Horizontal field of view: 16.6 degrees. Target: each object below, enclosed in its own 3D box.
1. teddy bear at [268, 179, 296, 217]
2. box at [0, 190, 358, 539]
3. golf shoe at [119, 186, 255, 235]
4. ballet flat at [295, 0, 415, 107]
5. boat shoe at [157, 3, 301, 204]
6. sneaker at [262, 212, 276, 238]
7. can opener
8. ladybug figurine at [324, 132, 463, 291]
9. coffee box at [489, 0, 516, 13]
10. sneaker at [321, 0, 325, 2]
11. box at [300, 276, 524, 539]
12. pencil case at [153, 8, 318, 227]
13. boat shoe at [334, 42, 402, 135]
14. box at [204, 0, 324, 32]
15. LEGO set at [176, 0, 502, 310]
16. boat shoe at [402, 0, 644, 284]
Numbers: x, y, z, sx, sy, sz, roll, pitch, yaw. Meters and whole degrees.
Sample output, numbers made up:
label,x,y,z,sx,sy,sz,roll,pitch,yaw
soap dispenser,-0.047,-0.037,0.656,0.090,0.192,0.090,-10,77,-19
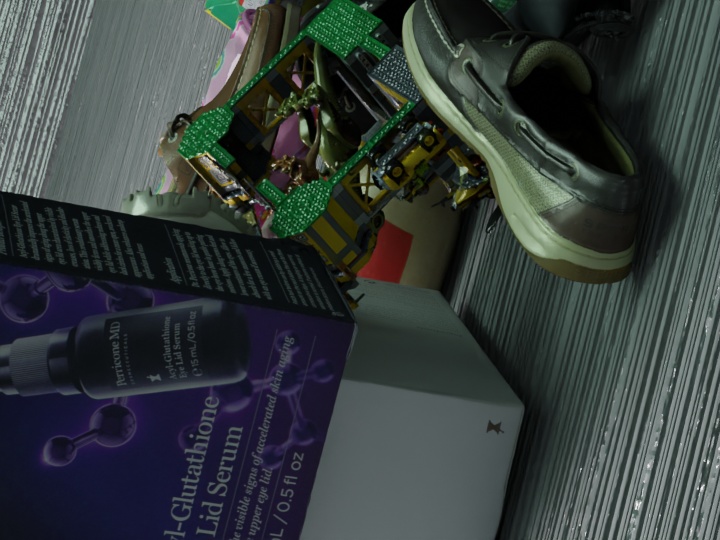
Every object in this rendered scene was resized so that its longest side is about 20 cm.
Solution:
label,x,y,z,sx,sy,sz,roll,pitch,yaw
teddy bear,-0.068,-0.087,1.692,0.200,0.066,0.146,97,180,-59
box,-0.119,0.056,1.128,0.104,0.199,0.149,-121,42,-66
golf shoe,-0.084,0.047,1.225,0.201,0.078,0.098,85,-177,-48
ballet flat,0.035,-0.155,1.433,0.200,0.066,0.057,-30,61,44
boat shoe,-0.088,-0.066,1.448,0.072,0.068,0.201,-84,10,-86
sneaker,-0.058,0.046,1.623,0.201,0.073,0.116,-66,11,-2
can opener,0.094,-0.129,1.239,0.200,0.063,0.079,118,137,-72
ladybug figurine,0.000,0.000,1.424,0.136,0.072,0.201,-105,33,-63
coffee box,0.122,-0.235,1.265,0.200,0.044,0.123,122,159,-49
sneaker,0.018,-0.177,1.572,0.200,0.073,0.080,109,164,-47
box,0.003,0.087,1.248,0.200,0.097,0.125,-124,46,-72
pencil case,-0.082,-0.071,1.573,0.200,0.087,0.088,-59,19,27
boat shoe,0.004,-0.084,1.511,0.070,0.066,0.201,-128,56,-72
box,-0.013,-0.232,1.630,0.200,0.048,0.118,-36,-22,-49
LEGO set,0.008,-0.045,1.277,0.154,0.116,0.200,-49,32,-11
boat shoe,0.082,-0.078,1.138,0.200,0.073,0.065,59,135,40
